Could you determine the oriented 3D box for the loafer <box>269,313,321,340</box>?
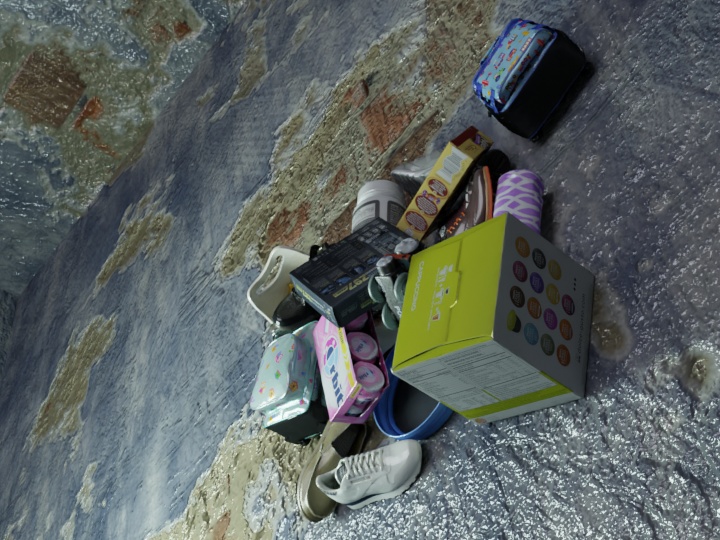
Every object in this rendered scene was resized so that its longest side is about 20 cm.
[{"bbox_3d":[-0.086,0.072,1.973,0.198,0.072,0.063,-23,64,-3],"label":"loafer"}]

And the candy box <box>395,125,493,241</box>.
[{"bbox_3d":[0.144,-0.146,1.795,0.201,0.056,0.117,-60,-10,31],"label":"candy box"}]

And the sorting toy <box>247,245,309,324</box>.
[{"bbox_3d":[-0.123,0.040,2.023,0.201,0.179,0.107,-56,29,5],"label":"sorting toy"}]

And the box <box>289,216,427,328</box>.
[{"bbox_3d":[0.000,0.000,1.745,0.199,0.051,0.157,-33,34,-17],"label":"box"}]

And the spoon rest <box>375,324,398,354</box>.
[{"bbox_3d":[0.049,0.106,1.787,0.100,0.060,0.201,-59,-4,-49],"label":"spoon rest"}]

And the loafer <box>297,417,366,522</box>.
[{"bbox_3d":[-0.047,0.327,1.748,0.067,0.075,0.202,-16,51,59],"label":"loafer"}]

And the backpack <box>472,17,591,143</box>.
[{"bbox_3d":[0.274,-0.342,1.785,0.183,0.134,0.200,-54,26,10],"label":"backpack"}]

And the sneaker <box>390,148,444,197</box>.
[{"bbox_3d":[0.139,-0.187,1.944,0.199,0.075,0.082,0,49,51],"label":"sneaker"}]

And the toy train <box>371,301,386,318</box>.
[{"bbox_3d":[0.053,0.066,1.859,0.199,0.045,0.035,-15,65,54],"label":"toy train"}]

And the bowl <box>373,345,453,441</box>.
[{"bbox_3d":[0.098,0.183,1.684,0.200,0.039,0.202,-38,36,34],"label":"bowl"}]

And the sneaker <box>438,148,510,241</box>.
[{"bbox_3d":[0.183,-0.113,1.784,0.115,0.075,0.202,-5,61,60],"label":"sneaker"}]

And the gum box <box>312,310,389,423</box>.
[{"bbox_3d":[-0.018,0.153,1.751,0.114,0.065,0.202,121,146,-42],"label":"gum box"}]

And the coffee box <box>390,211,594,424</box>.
[{"bbox_3d":[0.189,0.074,1.468,0.199,0.197,0.202,-23,45,45],"label":"coffee box"}]

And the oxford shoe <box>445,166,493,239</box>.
[{"bbox_3d":[0.175,-0.070,1.675,0.071,0.071,0.203,-7,-76,-84],"label":"oxford shoe"}]

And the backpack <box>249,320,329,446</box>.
[{"bbox_3d":[-0.102,0.193,1.888,0.175,0.153,0.202,-31,32,49],"label":"backpack"}]

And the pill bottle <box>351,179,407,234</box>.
[{"bbox_3d":[0.038,-0.066,1.930,0.113,0.112,0.202,-36,36,36],"label":"pill bottle"}]

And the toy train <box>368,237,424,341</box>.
[{"bbox_3d":[0.090,0.048,1.593,0.085,0.202,0.114,-1,35,46],"label":"toy train"}]

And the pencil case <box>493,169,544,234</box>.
[{"bbox_3d":[0.248,-0.061,1.620,0.083,0.085,0.202,-12,52,33],"label":"pencil case"}]

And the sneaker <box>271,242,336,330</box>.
[{"bbox_3d":[-0.092,0.020,1.900,0.199,0.115,0.076,-37,50,-18],"label":"sneaker"}]

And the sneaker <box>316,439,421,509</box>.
[{"bbox_3d":[0.016,0.322,1.649,0.199,0.080,0.077,-37,34,33],"label":"sneaker"}]
